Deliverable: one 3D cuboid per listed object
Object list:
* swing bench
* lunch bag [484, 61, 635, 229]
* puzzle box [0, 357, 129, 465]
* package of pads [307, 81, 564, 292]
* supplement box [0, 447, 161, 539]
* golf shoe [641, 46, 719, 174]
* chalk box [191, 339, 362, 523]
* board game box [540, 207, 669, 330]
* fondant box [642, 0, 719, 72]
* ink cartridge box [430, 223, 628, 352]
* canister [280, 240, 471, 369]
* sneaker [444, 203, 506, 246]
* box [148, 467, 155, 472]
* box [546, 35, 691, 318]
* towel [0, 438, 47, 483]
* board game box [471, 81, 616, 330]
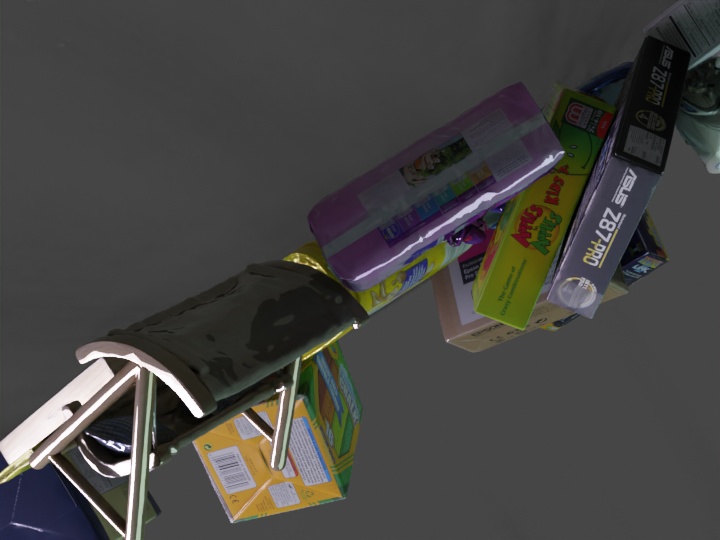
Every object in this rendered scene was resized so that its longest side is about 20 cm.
[{"bbox_3d":[-0.128,0.093,1.118,0.199,0.130,0.200,-26,151,-49],"label":"swing bench"},{"bbox_3d":[0.206,-0.125,1.401,0.200,0.083,0.161,-36,174,37],"label":"lunch bag"},{"bbox_3d":[-0.228,0.105,1.268,0.200,0.025,0.133,-36,175,41],"label":"puzzle box"},{"bbox_3d":[0.055,-0.061,1.094,0.200,0.076,0.121,-32,178,-1],"label":"package of pads"},{"bbox_3d":[-0.339,0.254,1.421,0.200,0.134,0.200,-33,175,7],"label":"supplement box"},{"bbox_3d":[0.309,-0.159,1.318,0.078,0.097,0.200,-7,-152,5],"label":"golf shoe"},{"bbox_3d":[-0.076,0.129,1.384,0.124,0.125,0.200,-14,-153,15],"label":"chalk box"},{"bbox_3d":[0.237,-0.058,1.603,0.165,0.200,0.057,-36,148,31],"label":"board game box"},{"bbox_3d":[0.357,-0.253,1.201,0.144,0.058,0.200,-29,176,-34],"label":"fondant box"},{"bbox_3d":[0.175,-0.021,1.550,0.200,0.165,0.075,-25,155,27],"label":"ink cartridge box"},{"bbox_3d":[0.000,0.000,1.320,0.200,0.087,0.148,-30,176,-42],"label":"canister"},{"bbox_3d":[0.070,-0.052,1.244,0.200,0.084,0.081,-28,174,-37],"label":"sneaker"},{"bbox_3d":[-0.163,0.110,1.288,0.041,0.039,0.200,-34,-165,36],"label":"box"},{"bbox_3d":[0.217,-0.081,1.189,0.200,0.049,0.161,-65,177,-50],"label":"box"},{"bbox_3d":[-0.242,0.143,1.311,0.200,0.018,0.086,-28,173,-45],"label":"towel"},{"bbox_3d":[0.154,-0.058,1.210,0.102,0.048,0.200,-75,-174,-79],"label":"board game box"}]
